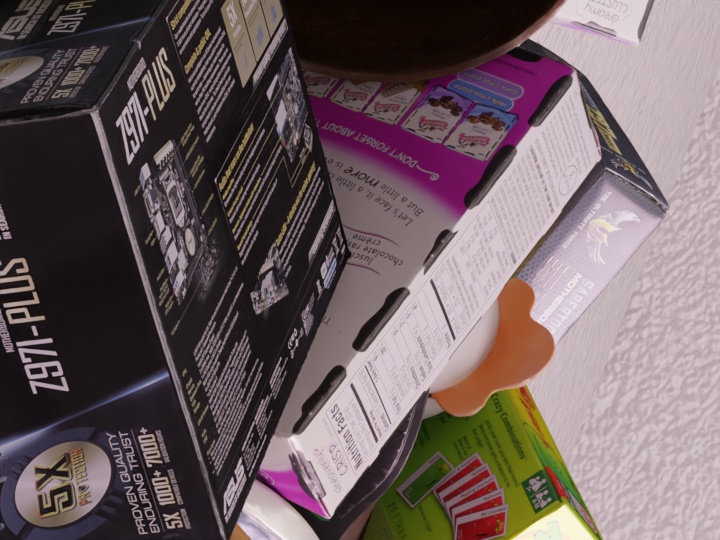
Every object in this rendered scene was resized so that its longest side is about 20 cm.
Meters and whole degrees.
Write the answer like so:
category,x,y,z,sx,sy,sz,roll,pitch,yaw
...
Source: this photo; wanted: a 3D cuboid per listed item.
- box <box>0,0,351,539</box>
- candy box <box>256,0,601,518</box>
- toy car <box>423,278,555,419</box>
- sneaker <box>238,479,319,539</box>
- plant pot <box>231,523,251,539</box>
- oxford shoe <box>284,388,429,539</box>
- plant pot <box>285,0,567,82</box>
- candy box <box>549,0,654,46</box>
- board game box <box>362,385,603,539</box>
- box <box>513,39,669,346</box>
category,x,y,z,sx,sy,sz,roll,pitch,yaw
box,-0.081,-0.022,0.960,0.200,0.086,0.164,-68,148,-58
candy box,-0.014,-0.013,1.119,0.200,0.136,0.061,-51,143,-22
toy car,0.000,0.000,1.274,0.185,0.199,0.177,96,18,-49
sneaker,-0.052,0.146,1.110,0.085,0.075,0.200,-59,134,-24
plant pot,-0.134,0.183,1.038,0.201,0.200,0.183,-65,-177,-26
oxford shoe,-0.018,0.080,1.207,0.200,0.072,0.084,-64,176,30
plant pot,0.014,-0.211,1.133,0.200,0.186,0.187,-78,178,-50
candy box,0.093,-0.231,1.391,0.071,0.167,0.201,13,98,-44
board game box,0.034,0.085,1.295,0.048,0.101,0.200,50,10,-37
box,0.063,-0.005,1.461,0.200,0.051,0.158,-52,-153,16
